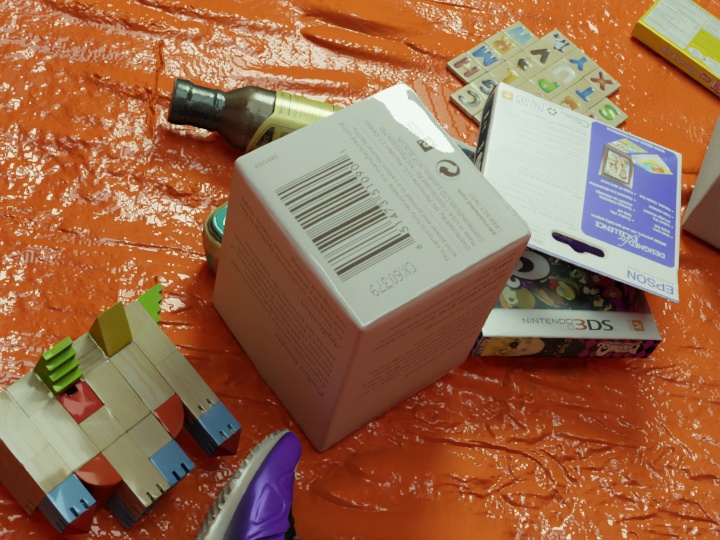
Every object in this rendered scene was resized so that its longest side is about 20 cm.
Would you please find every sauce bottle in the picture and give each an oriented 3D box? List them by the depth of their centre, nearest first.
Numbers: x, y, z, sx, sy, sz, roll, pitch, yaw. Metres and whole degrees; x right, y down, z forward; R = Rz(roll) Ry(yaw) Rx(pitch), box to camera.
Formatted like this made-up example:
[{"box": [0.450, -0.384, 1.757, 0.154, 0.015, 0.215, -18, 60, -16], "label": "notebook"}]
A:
[{"box": [-0.077, -0.132, 1.154, 0.197, 0.065, 0.065, 12, 50, -10], "label": "sauce bottle"}]

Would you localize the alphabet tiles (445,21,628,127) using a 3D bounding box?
[{"box": [0.189, -0.191, 1.340, 0.166, 0.006, 0.199, 44, 52, 14], "label": "alphabet tiles"}]

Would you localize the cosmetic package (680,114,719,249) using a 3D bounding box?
[{"box": [0.460, -0.093, 1.295, 0.198, 0.123, 0.200, 30, 49, 1], "label": "cosmetic package"}]

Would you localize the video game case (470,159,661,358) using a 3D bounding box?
[{"box": [0.162, -0.013, 1.142, 0.179, 0.036, 0.202, 3, 53, -20], "label": "video game case"}]

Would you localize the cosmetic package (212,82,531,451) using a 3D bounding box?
[{"box": [0.000, 0.000, 0.980, 0.164, 0.201, 0.165, -28, 68, -26], "label": "cosmetic package"}]

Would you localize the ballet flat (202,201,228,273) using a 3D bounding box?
[{"box": [-0.058, -0.057, 1.099, 0.199, 0.063, 0.069, -28, 64, -30], "label": "ballet flat"}]

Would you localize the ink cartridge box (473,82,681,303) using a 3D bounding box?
[{"box": [0.195, -0.064, 1.143, 0.196, 0.044, 0.202, 21, 46, -6], "label": "ink cartridge box"}]

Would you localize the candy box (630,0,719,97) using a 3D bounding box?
[{"box": [0.417, -0.247, 1.460, 0.199, 0.027, 0.102, 38, 48, 9], "label": "candy box"}]

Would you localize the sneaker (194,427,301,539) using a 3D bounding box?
[{"box": [-0.072, 0.212, 0.893, 0.099, 0.070, 0.201, 31, 53, -5], "label": "sneaker"}]

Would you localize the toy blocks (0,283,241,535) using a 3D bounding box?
[{"box": [-0.180, 0.120, 0.909, 0.137, 0.100, 0.199, 49, 51, 4], "label": "toy blocks"}]

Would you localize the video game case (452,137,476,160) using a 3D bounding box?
[{"box": [0.110, -0.039, 1.183, 0.198, 0.023, 0.183, 24, 49, -1], "label": "video game case"}]
